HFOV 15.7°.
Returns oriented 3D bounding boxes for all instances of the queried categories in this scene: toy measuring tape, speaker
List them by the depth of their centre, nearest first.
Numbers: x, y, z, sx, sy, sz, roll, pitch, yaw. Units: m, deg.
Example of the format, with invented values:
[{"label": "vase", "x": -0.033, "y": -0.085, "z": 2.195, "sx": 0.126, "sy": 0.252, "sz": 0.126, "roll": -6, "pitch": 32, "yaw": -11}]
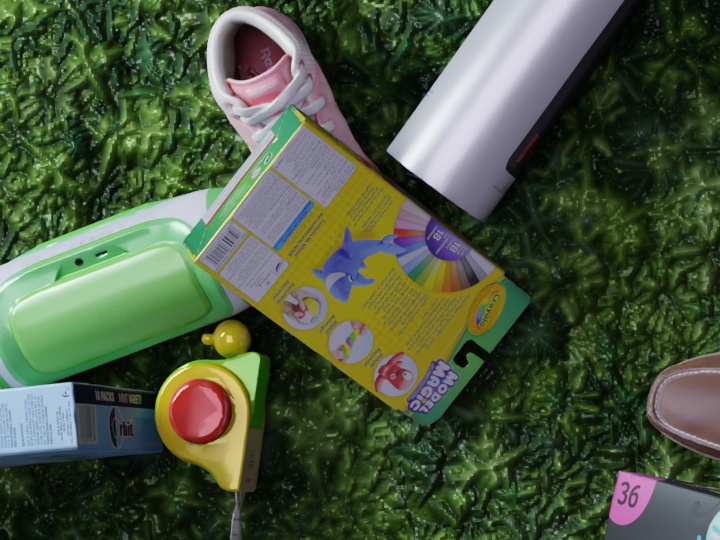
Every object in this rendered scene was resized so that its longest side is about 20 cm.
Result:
[{"label": "speaker", "x": 0.103, "y": -0.132, "z": 1.669, "sx": 0.081, "sy": 0.081, "sz": 0.200, "roll": 37, "pitch": 94, "yaw": 14}, {"label": "toy measuring tape", "x": -0.104, "y": 0.131, "z": 1.704, "sx": 0.073, "sy": 0.074, "sz": 0.201, "roll": 7, "pitch": 86, "yaw": 14}, {"label": "speaker", "x": -0.161, "y": 0.013, "z": 1.720, "sx": 0.199, "sy": 0.088, "sz": 0.089, "roll": -20, "pitch": 81, "yaw": 11}]

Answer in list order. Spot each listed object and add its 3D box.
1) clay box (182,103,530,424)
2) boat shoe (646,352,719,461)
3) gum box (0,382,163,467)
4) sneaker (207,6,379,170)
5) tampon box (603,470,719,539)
[{"label": "clay box", "x": 0.000, "y": 0.000, "z": 1.664, "sx": 0.200, "sy": 0.048, "sz": 0.115, "roll": 37, "pitch": 95, "yaw": -23}, {"label": "boat shoe", "x": 0.273, "y": 0.090, "z": 1.611, "sx": 0.199, "sy": 0.072, "sz": 0.076, "roll": 7, "pitch": 87, "yaw": 14}, {"label": "gum box", "x": -0.248, "y": 0.106, "z": 1.690, "sx": 0.199, "sy": 0.170, "sz": 0.045, "roll": -6, "pitch": 84, "yaw": 13}, {"label": "sneaker", "x": -0.042, "y": -0.083, "z": 1.689, "sx": 0.075, "sy": 0.105, "sz": 0.201, "roll": -27, "pitch": 80, "yaw": 8}, {"label": "tampon box", "x": 0.221, "y": 0.234, "z": 1.552, "sx": 0.150, "sy": 0.126, "sz": 0.201, "roll": 8, "pitch": 86, "yaw": 59}]
